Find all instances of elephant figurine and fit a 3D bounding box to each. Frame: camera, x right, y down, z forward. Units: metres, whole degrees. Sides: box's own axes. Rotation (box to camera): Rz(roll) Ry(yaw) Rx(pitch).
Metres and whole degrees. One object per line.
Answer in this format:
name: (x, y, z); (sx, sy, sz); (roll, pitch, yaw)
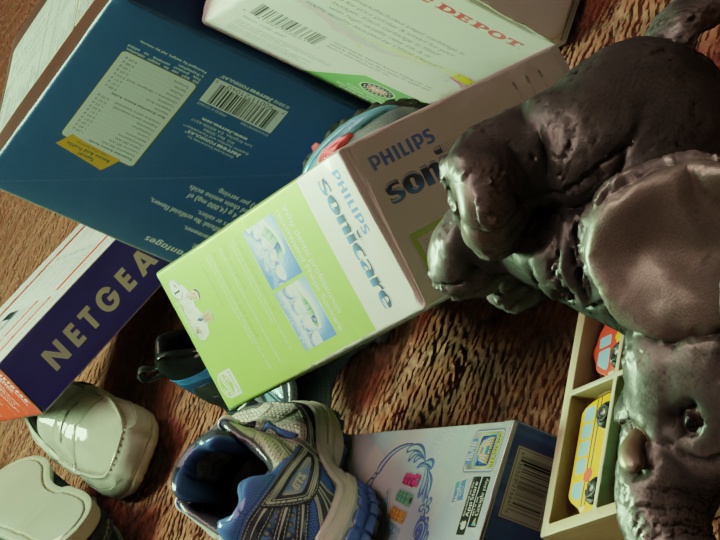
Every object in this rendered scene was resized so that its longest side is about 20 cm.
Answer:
elephant figurine: (0.128, 0.015, 0.815); (0.200, 0.141, 0.155); (47, 144, 38)

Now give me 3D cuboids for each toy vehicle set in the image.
toy vehicle set: (0.137, 0.015, 0.937); (0.124, 0.026, 0.201); (-31, 41, 56)

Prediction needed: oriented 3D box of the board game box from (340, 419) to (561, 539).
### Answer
board game box: (0.015, 0.173, 1.037); (0.199, 0.043, 0.201); (-12, 58, 65)

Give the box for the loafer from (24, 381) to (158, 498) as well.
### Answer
loafer: (-0.195, 0.116, 1.556); (0.200, 0.070, 0.070); (5, 73, 68)

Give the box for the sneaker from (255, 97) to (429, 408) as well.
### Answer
sneaker: (0.000, 0.000, 1.242); (0.096, 0.079, 0.200); (46, 112, 43)

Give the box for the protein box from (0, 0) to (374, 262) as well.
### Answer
protein box: (-0.106, -0.122, 1.412); (0.200, 0.198, 0.135); (-45, 30, 43)

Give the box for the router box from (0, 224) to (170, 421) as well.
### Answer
router box: (-0.212, 0.024, 1.617); (0.200, 0.049, 0.179); (-49, 15, -22)

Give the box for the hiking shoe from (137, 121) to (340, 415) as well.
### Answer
hiking shoe: (-0.054, -0.005, 1.322); (0.200, 0.087, 0.074); (-64, 22, 5)

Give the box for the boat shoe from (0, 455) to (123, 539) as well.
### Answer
boat shoe: (-0.216, 0.178, 1.538); (0.075, 0.062, 0.200); (-46, 24, -21)

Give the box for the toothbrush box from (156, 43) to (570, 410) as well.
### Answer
toothbrush box: (0.013, -0.018, 1.082); (0.145, 0.086, 0.200); (-28, -3, -35)

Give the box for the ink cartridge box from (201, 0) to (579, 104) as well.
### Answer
ink cartridge box: (0.019, -0.169, 1.239); (0.200, 0.145, 0.088); (-15, 53, 64)

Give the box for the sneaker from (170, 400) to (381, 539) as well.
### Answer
sneaker: (-0.053, 0.100, 1.104); (0.077, 0.085, 0.200); (-66, 18, 3)
